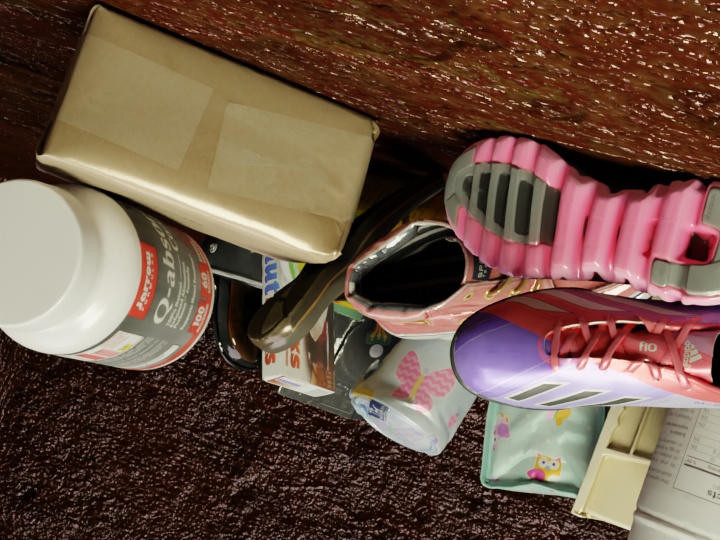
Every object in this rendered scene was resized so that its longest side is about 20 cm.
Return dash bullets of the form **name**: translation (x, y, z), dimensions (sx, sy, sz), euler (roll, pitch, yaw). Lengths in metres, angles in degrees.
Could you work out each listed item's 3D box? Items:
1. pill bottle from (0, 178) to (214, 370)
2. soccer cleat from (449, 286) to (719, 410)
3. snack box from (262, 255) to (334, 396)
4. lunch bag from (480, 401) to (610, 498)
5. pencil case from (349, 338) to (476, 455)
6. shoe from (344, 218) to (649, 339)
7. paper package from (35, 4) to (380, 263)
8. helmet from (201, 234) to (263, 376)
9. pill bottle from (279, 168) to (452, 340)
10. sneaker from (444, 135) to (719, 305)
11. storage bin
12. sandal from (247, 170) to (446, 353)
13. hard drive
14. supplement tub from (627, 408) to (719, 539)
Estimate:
- **pill bottle**: translation (-0.188, 0.005, 0.894), dimensions (0.116, 0.116, 0.200), euler (19, 177, 18)
- **soccer cleat**: translation (0.149, 0.043, 0.685), dimensions (0.200, 0.068, 0.073), euler (3, 176, -4)
- **snack box**: translation (-0.052, 0.001, 1.078), dimensions (0.024, 0.200, 0.072), euler (-15, 156, 33)
- **lunch bag**: translation (0.186, 0.088, 1.065), dimensions (0.122, 0.200, 0.170), euler (1, 169, 30)
- **pencil case**: translation (0.076, 0.055, 1.072), dimensions (0.091, 0.200, 0.083), euler (21, 158, 38)
- **shoe**: translation (0.092, 0.001, 0.797), dimensions (0.200, 0.072, 0.091), euler (-11, 167, 16)
- **paper package**: translation (-0.112, -0.084, 0.885), dimensions (0.200, 0.104, 0.191), euler (21, 176, -14)
- **helmet**: translation (-0.057, 0.011, 1.246), dimensions (0.200, 0.191, 0.200), euler (-8, -164, 2)
- **pill bottle**: translation (0.046, -0.011, 1.000), dimensions (0.200, 0.111, 0.111), euler (18, 175, 28)
- **sneaker**: translation (0.142, -0.023, 0.733), dimensions (0.200, 0.079, 0.095), euler (19, -173, 32)
- **storage bin**: translation (0.268, 0.117, 0.985), dimensions (0.094, 0.199, 0.200), euler (19, 175, 32)
- **sandal**: translation (0.000, 0.000, 0.888), dimensions (0.082, 0.200, 0.055), euler (-28, 105, 45)
- **hard drive**: translation (0.023, 0.039, 1.157), dimensions (0.140, 0.200, 0.038), euler (21, -167, -24)
- **supplement tub**: translation (0.258, 0.099, 0.800), dimensions (0.132, 0.200, 0.132), euler (20, 176, 1)
